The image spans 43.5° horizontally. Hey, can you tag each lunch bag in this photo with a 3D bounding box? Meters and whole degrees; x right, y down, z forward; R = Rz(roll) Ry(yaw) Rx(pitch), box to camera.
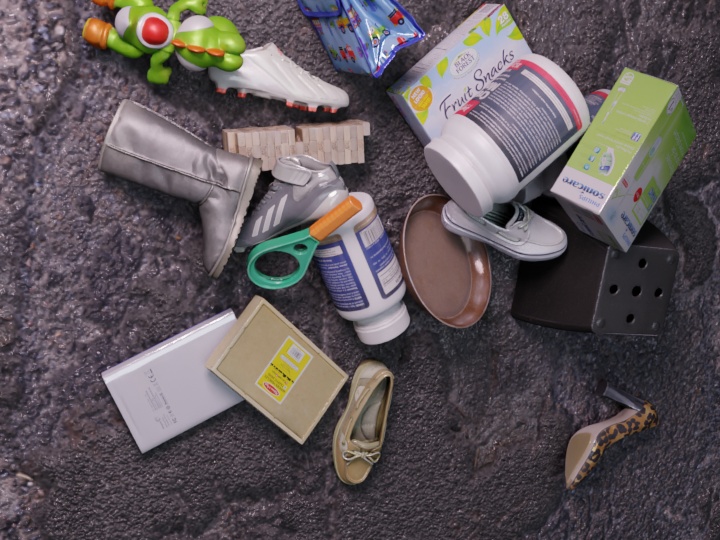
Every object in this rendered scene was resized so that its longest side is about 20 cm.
[{"bbox_3d":[-0.028,-0.360,1.159,0.094,0.150,0.201,-41,115,-6],"label":"lunch bag"}]

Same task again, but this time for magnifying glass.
[{"bbox_3d":[-0.075,-0.036,1.204,0.079,0.023,0.199,32,125,-33],"label":"magnifying glass"}]

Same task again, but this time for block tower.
[{"bbox_3d":[-0.086,-0.172,1.242,0.197,0.054,0.059,-9,108,-19],"label":"block tower"}]

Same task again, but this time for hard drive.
[{"bbox_3d":[-0.248,0.156,1.283,0.198,0.025,0.133,-27,113,-13],"label":"hard drive"}]

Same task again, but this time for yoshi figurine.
[{"bbox_3d":[-0.233,-0.294,1.123,0.197,0.113,0.113,18,58,2],"label":"yoshi figurine"}]

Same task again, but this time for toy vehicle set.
[{"bbox_3d":[-0.118,0.146,1.308,0.200,0.026,0.125,46,73,-31],"label":"toy vehicle set"}]

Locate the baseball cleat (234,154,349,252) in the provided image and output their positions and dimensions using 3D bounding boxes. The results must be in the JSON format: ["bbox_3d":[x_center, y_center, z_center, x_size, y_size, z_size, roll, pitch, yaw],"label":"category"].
[{"bbox_3d":[-0.114,-0.096,1.216,0.198,0.070,0.107,-19,112,14],"label":"baseball cleat"}]

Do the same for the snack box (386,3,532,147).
[{"bbox_3d":[0.163,-0.257,1.310,0.200,0.068,0.169,-42,116,-7],"label":"snack box"}]

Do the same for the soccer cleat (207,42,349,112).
[{"bbox_3d":[-0.104,-0.260,1.205,0.197,0.069,0.079,8,98,-20],"label":"soccer cleat"}]

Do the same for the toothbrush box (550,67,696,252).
[{"bbox_3d":[0.367,-0.150,1.247,0.201,0.086,0.145,-57,144,-1],"label":"toothbrush box"}]

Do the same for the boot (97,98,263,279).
[{"bbox_3d":[-0.242,-0.103,1.161,0.198,0.073,0.184,18,87,-12],"label":"boot"}]

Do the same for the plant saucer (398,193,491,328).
[{"bbox_3d":[0.120,-0.011,1.331,0.199,0.034,0.203,19,63,-42],"label":"plant saucer"}]

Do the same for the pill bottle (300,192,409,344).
[{"bbox_3d":[0.000,0.000,1.291,0.110,0.111,0.202,-28,113,-12],"label":"pill bottle"}]

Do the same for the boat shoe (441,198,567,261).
[{"bbox_3d":[0.218,-0.066,1.316,0.197,0.067,0.074,10,60,-12],"label":"boat shoe"}]

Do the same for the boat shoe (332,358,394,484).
[{"bbox_3d":[0.008,0.241,1.387,0.072,0.063,0.203,12,99,-24],"label":"boat shoe"}]

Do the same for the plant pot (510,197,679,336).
[{"bbox_3d":[0.377,0.008,1.408,0.197,0.177,0.202,5,102,-21],"label":"plant pot"}]

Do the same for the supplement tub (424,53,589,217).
[{"bbox_3d":[0.199,-0.183,1.230,0.200,0.140,0.141,-40,115,-7],"label":"supplement tub"}]

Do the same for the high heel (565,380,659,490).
[{"bbox_3d":[0.442,0.308,1.570,0.141,0.071,0.202,27,84,-19],"label":"high heel"}]

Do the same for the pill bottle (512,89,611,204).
[{"bbox_3d":[0.307,-0.181,1.360,0.198,0.119,0.121,-27,113,-12],"label":"pill bottle"}]
